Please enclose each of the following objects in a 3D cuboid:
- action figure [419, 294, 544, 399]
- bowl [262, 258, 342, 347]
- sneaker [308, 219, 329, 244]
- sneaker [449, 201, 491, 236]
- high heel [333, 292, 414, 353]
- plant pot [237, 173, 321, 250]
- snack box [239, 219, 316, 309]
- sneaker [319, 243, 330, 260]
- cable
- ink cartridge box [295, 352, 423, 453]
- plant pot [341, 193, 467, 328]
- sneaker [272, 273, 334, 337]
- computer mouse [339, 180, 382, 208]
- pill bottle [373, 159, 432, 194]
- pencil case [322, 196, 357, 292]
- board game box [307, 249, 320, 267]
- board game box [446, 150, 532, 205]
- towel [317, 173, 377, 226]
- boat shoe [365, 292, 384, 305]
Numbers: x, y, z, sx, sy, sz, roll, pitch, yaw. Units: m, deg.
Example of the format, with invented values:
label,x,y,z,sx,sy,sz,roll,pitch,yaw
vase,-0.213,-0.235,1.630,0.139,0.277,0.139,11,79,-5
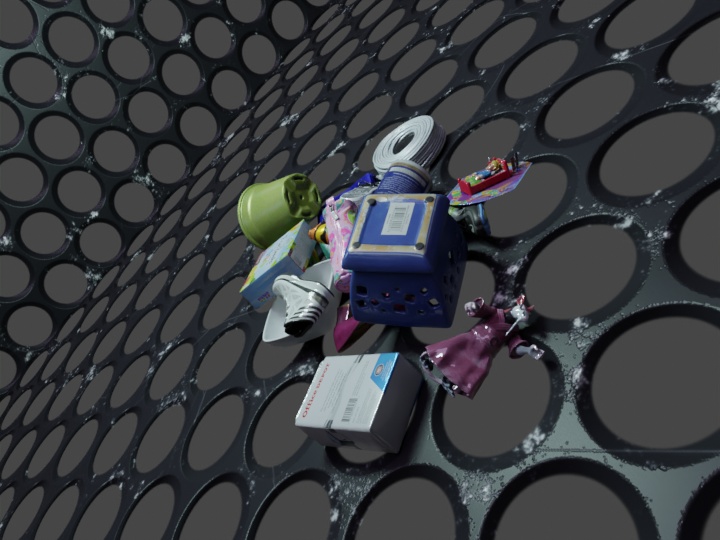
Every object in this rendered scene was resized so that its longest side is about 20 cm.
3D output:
label,x,y,z,sx,sy,sz,roll,pitch,yaw
action figure,0.203,0.120,0.997,0.199,0.135,0.149,-38,-14,-9
bowl,-0.121,0.088,1.441,0.198,0.075,0.202,-23,37,36
sneaker,-0.049,-0.116,1.508,0.089,0.071,0.200,9,25,26
sneaker,0.194,-0.099,1.243,0.082,0.072,0.199,-25,21,-13
high heel,0.028,0.107,1.260,0.198,0.067,0.098,-19,60,40
plant pot,-0.208,-0.174,1.720,0.183,0.200,0.203,-20,38,46
snack box,-0.195,-0.019,1.534,0.168,0.068,0.201,-35,20,23
sneaker,-0.037,-0.048,1.522,0.086,0.075,0.200,-26,30,-12
cable,0.124,-0.313,1.605,0.201,0.069,0.200,-49,30,-3
ink cartridge box,-0.004,0.232,1.107,0.198,0.086,0.148,-12,44,47
plant pot,0.080,-0.029,1.150,0.196,0.181,0.202,2,51,21
sneaker,-0.152,0.076,1.348,0.199,0.076,0.116,7,57,51
computer mouse,0.009,-0.175,1.492,0.108,0.045,0.200,3,21,24
pill bottle,0.076,-0.142,1.417,0.115,0.116,0.202,-1,52,51
pencil case,-0.031,-0.056,1.321,0.087,0.087,0.203,-28,58,29
board game box,-0.160,-0.014,1.638,0.101,0.048,0.201,-42,30,8
board game box,0.249,-0.193,1.252,0.156,0.039,0.200,-7,25,35
towel,-0.037,-0.168,1.660,0.199,0.050,0.149,-36,31,20
boat shoe,0.000,0.000,1.373,0.071,0.069,0.201,-34,59,0
